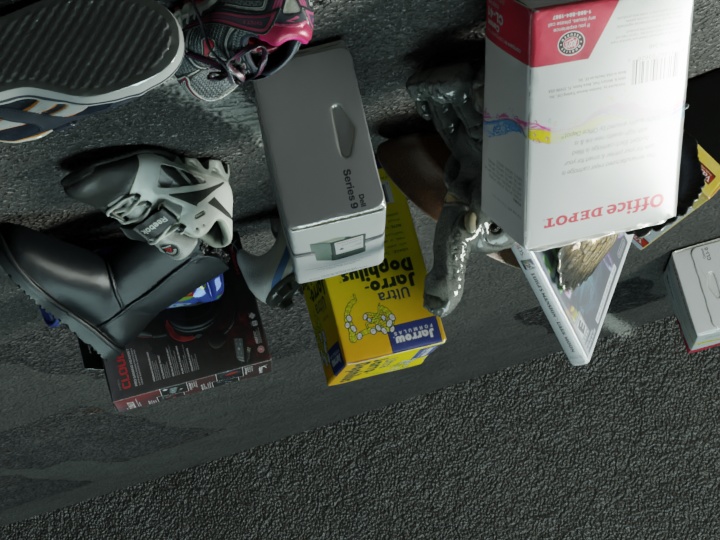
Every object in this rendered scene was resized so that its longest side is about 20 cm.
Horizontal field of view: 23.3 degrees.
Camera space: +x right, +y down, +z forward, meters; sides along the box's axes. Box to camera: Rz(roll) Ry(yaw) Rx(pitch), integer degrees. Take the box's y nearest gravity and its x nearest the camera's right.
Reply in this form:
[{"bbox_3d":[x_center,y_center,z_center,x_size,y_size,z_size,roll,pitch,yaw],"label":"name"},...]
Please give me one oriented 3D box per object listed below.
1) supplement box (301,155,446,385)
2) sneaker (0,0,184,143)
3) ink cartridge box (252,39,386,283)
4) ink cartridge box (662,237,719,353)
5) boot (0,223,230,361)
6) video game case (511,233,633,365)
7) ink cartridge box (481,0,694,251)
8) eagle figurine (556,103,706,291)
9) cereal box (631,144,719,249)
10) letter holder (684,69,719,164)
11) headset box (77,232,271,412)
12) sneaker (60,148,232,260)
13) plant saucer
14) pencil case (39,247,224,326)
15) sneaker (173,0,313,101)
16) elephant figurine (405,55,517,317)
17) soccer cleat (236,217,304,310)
[{"bbox_3d":[0.000,0.000,1.763,0.109,0.202,0.109,-13,168,-14],"label":"supplement box"},{"bbox_3d":[-0.206,-0.135,1.165,0.198,0.079,0.079,-6,166,11],"label":"sneaker"},{"bbox_3d":[-0.034,-0.086,1.450,0.083,0.147,0.200,-13,168,-3],"label":"ink cartridge box"},{"bbox_3d":[0.588,0.036,2.850,0.143,0.147,0.200,-16,169,3],"label":"ink cartridge box"},{"bbox_3d":[-0.235,-0.021,1.665,0.168,0.077,0.200,-40,130,4],"label":"boot"},{"bbox_3d":[0.200,-0.043,1.663,0.023,0.183,0.201,-10,-145,33],"label":"video game case"},{"bbox_3d":[0.175,-0.132,1.373,0.146,0.202,0.086,-11,-149,-21],"label":"ink cartridge box"},{"bbox_3d":[0.238,-0.091,1.604,0.150,0.202,0.152,-13,156,12],"label":"eagle figurine"},{"bbox_3d":[0.281,-0.106,1.792,0.040,0.144,0.200,-45,179,-18],"label":"cereal box"},{"bbox_3d":[0.430,-0.163,1.820,0.199,0.101,0.142,-20,170,20],"label":"letter holder"},{"bbox_3d":[-0.209,0.060,1.901,0.198,0.150,0.075,-14,167,-6],"label":"headset box"},{"bbox_3d":[-0.179,-0.056,1.552,0.074,0.089,0.199,-22,166,36],"label":"sneaker"},{"bbox_3d":[0.107,-0.075,1.664,0.200,0.200,0.037,2,127,-56],"label":"plant saucer"},{"bbox_3d":[-0.232,0.004,1.781,0.198,0.079,0.087,-10,158,-24],"label":"pencil case"},{"bbox_3d":[-0.088,-0.159,1.209,0.080,0.075,0.200,-11,168,-21],"label":"sneaker"},{"bbox_3d":[0.115,-0.081,1.487,0.154,0.202,0.142,-11,-172,9],"label":"elephant figurine"},{"bbox_3d":[-0.044,-0.043,1.863,0.199,0.086,0.070,-36,163,-21],"label":"soccer cleat"}]
